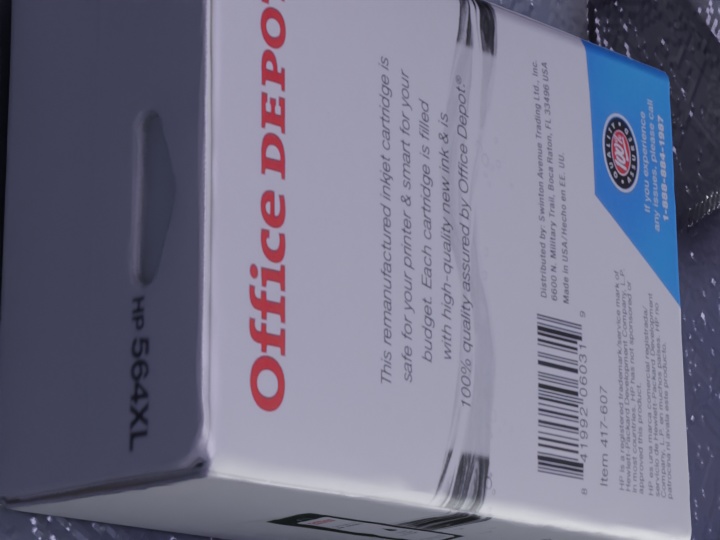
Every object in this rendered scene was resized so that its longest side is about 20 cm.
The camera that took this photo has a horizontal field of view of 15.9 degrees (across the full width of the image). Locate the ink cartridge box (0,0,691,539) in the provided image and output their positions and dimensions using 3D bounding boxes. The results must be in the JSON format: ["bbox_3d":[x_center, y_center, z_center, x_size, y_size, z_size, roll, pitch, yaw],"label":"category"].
[{"bbox_3d":[0.000,0.000,0.709,0.199,0.084,0.147,15,70,-45],"label":"ink cartridge box"}]
